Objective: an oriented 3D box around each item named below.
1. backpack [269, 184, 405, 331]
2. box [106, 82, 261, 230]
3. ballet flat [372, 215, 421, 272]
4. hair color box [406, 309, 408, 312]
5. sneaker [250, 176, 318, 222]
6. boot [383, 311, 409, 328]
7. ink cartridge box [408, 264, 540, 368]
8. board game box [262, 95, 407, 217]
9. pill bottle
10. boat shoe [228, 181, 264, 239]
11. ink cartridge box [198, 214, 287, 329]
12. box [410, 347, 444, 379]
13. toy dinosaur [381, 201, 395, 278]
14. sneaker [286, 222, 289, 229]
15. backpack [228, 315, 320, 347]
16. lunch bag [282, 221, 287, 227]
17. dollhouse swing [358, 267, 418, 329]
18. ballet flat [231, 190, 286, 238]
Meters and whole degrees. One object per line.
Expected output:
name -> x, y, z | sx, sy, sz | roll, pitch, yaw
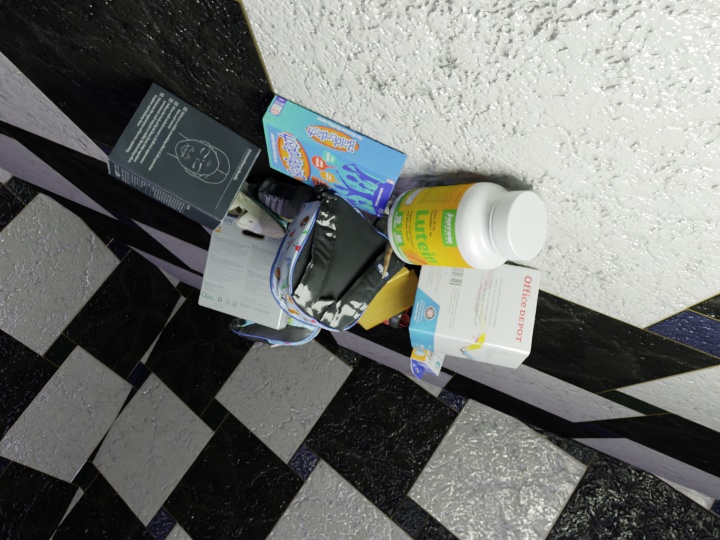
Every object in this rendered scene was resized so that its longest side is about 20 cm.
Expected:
backpack -> -0.056, -0.004, 0.847 | 0.200, 0.192, 0.154 | 37, 154, -26
box -> -0.296, -0.185, 0.889 | 0.199, 0.149, 0.107 | 30, 165, -19
ballet flat -> 0.081, -0.034, 0.988 | 0.066, 0.057, 0.200 | 9, 159, 46
hair color box -> 0.049, 0.033, 1.262 | 0.110, 0.064, 0.200 | 18, 163, 27
sneaker -> -0.147, -0.136, 0.981 | 0.081, 0.074, 0.199 | 38, 158, -31
boot -> 0.045, 0.112, 1.290 | 0.143, 0.073, 0.200 | 24, 163, 1
ink cartridge box -> 0.198, 0.072, 0.928 | 0.198, 0.148, 0.146 | 11, 161, 12
board game box -> -0.041, -0.160, 0.771 | 0.199, 0.045, 0.152 | 25, 166, 1
pill bottle -> 0.139, -0.059, 0.700 | 0.111, 0.112, 0.199 | 35, 162, -35
boat shoe -> -0.239, -0.144, 1.078 | 0.074, 0.069, 0.201 | -8, 125, 34
ink cartridge box -> -0.226, -0.002, 1.078 | 0.195, 0.202, 0.043 | 15, -174, 17
box -> 0.170, 0.149, 1.195 | 0.041, 0.202, 0.119 | 10, 161, 28
toy dinosaur -> 0.079, -0.059, 0.820 | 0.199, 0.061, 0.106 | -13, -134, -42
sneaker -> -0.055, -0.078, 1.055 | 0.198, 0.077, 0.091 | 13, 157, 8
backpack -> -0.162, 0.083, 1.162 | 0.198, 0.184, 0.135 | 8, 161, 18
lunch bag -> -0.186, -0.029, 1.312 | 0.199, 0.123, 0.170 | 37, 161, -22
dollhouse swing -> 0.000, 0.000, 1.047 | 0.177, 0.181, 0.200 | 63, -178, 23
ballet flat -> -0.232, -0.117, 0.999 | 0.200, 0.062, 0.067 | 42, 156, -4
